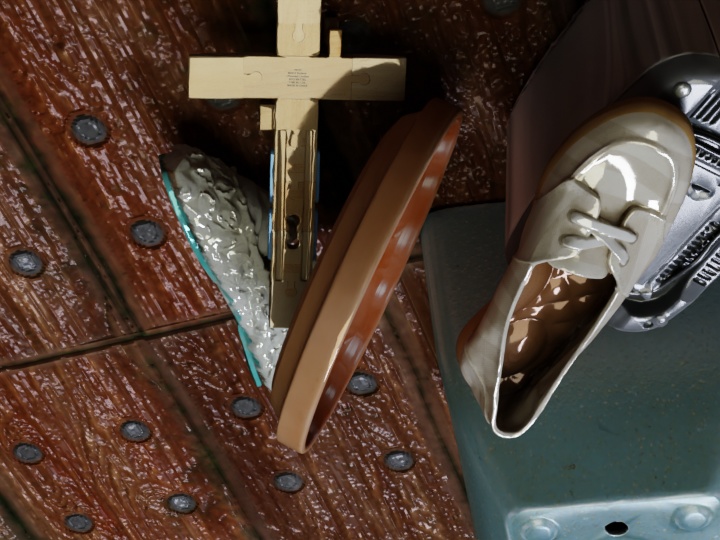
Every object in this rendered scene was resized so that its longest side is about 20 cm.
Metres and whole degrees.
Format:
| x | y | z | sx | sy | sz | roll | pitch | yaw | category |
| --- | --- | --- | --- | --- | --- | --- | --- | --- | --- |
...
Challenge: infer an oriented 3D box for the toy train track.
| x | y | z | sx | sy | sz | roll | pitch | yaw | category |
| --- | --- | --- | --- | --- | --- | --- | --- | --- | --- |
| -0.036 | -0.067 | 0.858 | 0.113 | 0.033 | 0.202 | 0 | 113 | -6 | toy train track |

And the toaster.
| x | y | z | sx | sy | sz | roll | pitch | yaw | category |
| --- | --- | --- | --- | --- | --- | --- | --- | --- | --- |
| 0.145 | -0.064 | 0.820 | 0.113 | 0.130 | 0.200 | 22 | 131 | -17 | toaster |

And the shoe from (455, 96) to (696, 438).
| x | y | z | sx | sy | sz | roll | pitch | yaw | category |
| --- | --- | --- | --- | --- | --- | --- | --- | --- | --- |
| 0.103 | 0.004 | 0.759 | 0.069 | 0.054 | 0.201 | 15 | 133 | -13 | shoe |

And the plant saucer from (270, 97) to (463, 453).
| x | y | z | sx | sy | sz | roll | pitch | yaw | category |
| --- | --- | --- | --- | --- | --- | --- | --- | --- | --- |
| 0.000 | 0.000 | 0.846 | 0.032 | 0.201 | 0.201 | 26 | 133 | 5 | plant saucer |

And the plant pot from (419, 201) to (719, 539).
| x | y | z | sx | sy | sz | roll | pitch | yaw | category |
| --- | --- | --- | --- | --- | --- | --- | --- | --- | --- |
| 0.142 | 0.094 | 0.925 | 0.194 | 0.201 | 0.197 | -6 | 135 | 9 | plant pot |

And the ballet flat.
| x | y | z | sx | sy | sz | roll | pitch | yaw | category |
| --- | --- | --- | --- | --- | --- | --- | --- | --- | --- |
| -0.061 | -0.009 | 0.934 | 0.071 | 0.072 | 0.201 | -8 | 139 | 10 | ballet flat |
